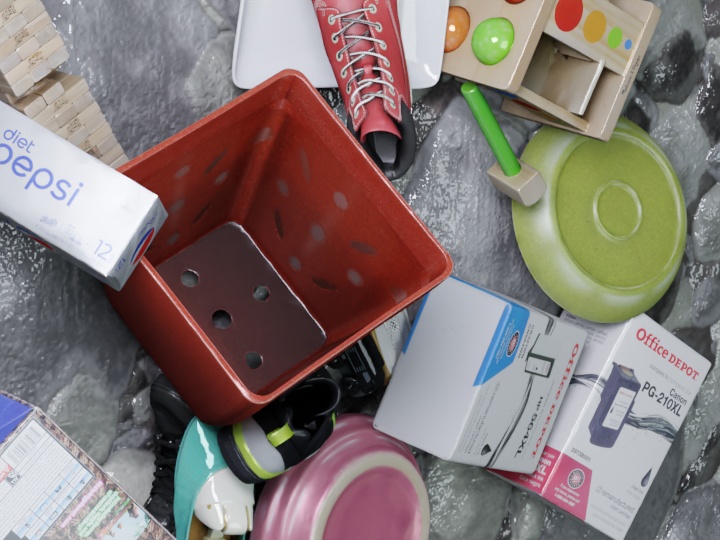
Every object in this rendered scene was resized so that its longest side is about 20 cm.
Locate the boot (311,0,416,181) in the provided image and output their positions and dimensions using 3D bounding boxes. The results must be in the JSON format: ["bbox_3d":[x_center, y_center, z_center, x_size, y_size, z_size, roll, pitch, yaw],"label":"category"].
[{"bbox_3d":[0.002,-0.174,1.554,0.072,0.144,0.200,-14,118,6],"label":"boot"}]

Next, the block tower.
[{"bbox_3d":[-0.236,-0.136,1.475,0.054,0.058,0.200,-42,127,-22],"label":"block tower"}]

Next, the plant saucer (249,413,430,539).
[{"bbox_3d":[-0.008,0.224,1.749,0.200,0.051,0.201,-12,106,-45],"label":"plant saucer"}]

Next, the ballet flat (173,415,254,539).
[{"bbox_3d":[-0.113,0.211,1.620,0.067,0.070,0.200,-1,109,-35],"label":"ballet flat"}]

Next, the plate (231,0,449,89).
[{"bbox_3d":[-0.014,-0.245,1.633,0.199,0.032,0.200,-4,108,-33],"label":"plate"}]

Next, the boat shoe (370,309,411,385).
[{"bbox_3d":[0.000,0.000,1.727,0.069,0.071,0.200,-42,130,-34],"label":"boat shoe"}]

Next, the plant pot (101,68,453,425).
[{"bbox_3d":[-0.086,0.006,1.547,0.200,0.200,0.176,-34,170,-29],"label":"plant pot"}]

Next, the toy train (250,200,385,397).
[{"bbox_3d":[-0.032,0.017,1.683,0.200,0.046,0.034,62,32,-18],"label":"toy train"}]

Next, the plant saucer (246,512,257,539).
[{"bbox_3d":[-0.036,0.238,1.785,0.200,0.037,0.201,-14,109,-45],"label":"plant saucer"}]

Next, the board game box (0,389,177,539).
[{"bbox_3d":[-0.249,0.213,1.536,0.159,0.097,0.200,-50,120,-16],"label":"board game box"}]

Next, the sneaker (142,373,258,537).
[{"bbox_3d":[-0.144,0.184,1.667,0.104,0.060,0.200,-47,134,-24],"label":"sneaker"}]

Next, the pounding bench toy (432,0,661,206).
[{"bbox_3d":[0.129,-0.168,1.735,0.156,0.124,0.200,21,91,-43],"label":"pounding bench toy"}]

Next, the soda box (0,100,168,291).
[{"bbox_3d":[-0.234,-0.067,1.409,0.068,0.200,0.063,-59,173,-9],"label":"soda box"}]

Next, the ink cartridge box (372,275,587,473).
[{"bbox_3d":[0.110,0.093,1.800,0.200,0.084,0.146,17,95,-62],"label":"ink cartridge box"}]

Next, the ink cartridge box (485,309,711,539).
[{"bbox_3d":[0.229,0.137,1.961,0.145,0.084,0.200,33,82,-43],"label":"ink cartridge box"}]

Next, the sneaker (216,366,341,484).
[{"bbox_3d":[-0.042,0.114,1.632,0.072,0.083,0.200,56,23,-5],"label":"sneaker"}]

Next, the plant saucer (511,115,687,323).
[{"bbox_3d":[0.228,-0.053,1.875,0.200,0.031,0.200,5,81,-31],"label":"plant saucer"}]
